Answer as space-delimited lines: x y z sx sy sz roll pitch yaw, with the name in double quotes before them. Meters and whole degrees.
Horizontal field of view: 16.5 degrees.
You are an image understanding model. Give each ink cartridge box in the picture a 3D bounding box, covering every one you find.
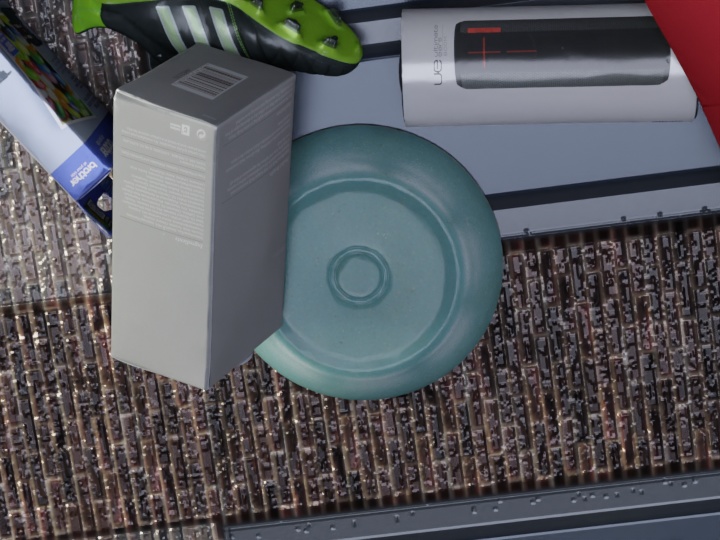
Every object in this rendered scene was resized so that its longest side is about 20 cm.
"ink cartridge box" -0.217 -0.117 1.668 0.042 0.119 0.200 -39 99 10

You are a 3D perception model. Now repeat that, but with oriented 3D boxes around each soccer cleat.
"soccer cleat" -0.098 -0.165 1.684 0.199 0.068 0.081 18 129 -6

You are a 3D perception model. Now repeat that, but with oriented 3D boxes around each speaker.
"speaker" 0.124 -0.138 1.666 0.199 0.081 0.082 0 105 4

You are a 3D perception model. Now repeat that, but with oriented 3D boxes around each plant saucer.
"plant saucer" 0.000 0.000 1.732 0.199 0.036 0.201 1 106 3

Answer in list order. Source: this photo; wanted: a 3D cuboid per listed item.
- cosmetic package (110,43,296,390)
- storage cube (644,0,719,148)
"cosmetic package" -0.105 -0.035 1.651 0.090 0.107 0.201 20 121 21
"storage cube" 0.318 -0.149 1.569 0.200 0.180 0.171 -34 103 -21
